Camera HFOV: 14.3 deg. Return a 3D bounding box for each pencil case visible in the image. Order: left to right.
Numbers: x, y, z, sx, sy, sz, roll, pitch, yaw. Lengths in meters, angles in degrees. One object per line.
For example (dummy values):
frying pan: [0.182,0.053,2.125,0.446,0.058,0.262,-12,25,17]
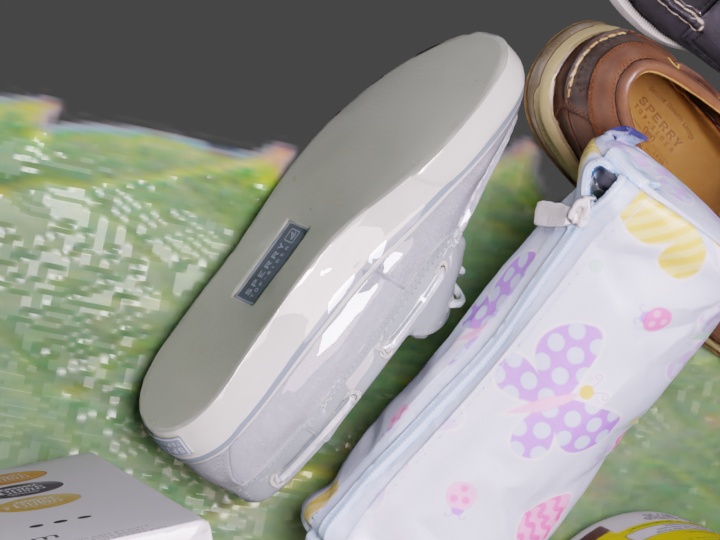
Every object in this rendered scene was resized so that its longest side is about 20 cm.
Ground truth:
pencil case: [0.063,0.045,1.081,0.200,0.083,0.091,-53,155,13]

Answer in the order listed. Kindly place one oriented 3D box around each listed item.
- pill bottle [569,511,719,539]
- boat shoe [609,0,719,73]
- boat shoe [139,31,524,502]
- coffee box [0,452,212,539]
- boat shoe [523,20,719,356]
pill bottle: [0.148,0.164,1.103,0.109,0.200,0.110,-3,99,-23]
boat shoe: [0.167,-0.098,1.150,0.200,0.060,0.074,43,81,-23]
boat shoe: [0.000,0.001,1.093,0.201,0.070,0.072,-50,127,-7]
coffee box: [-0.151,0.185,0.957,0.198,0.198,0.202,-10,96,-15]
boat shoe: [0.148,-0.018,1.149,0.200,0.067,0.072,44,79,-23]
